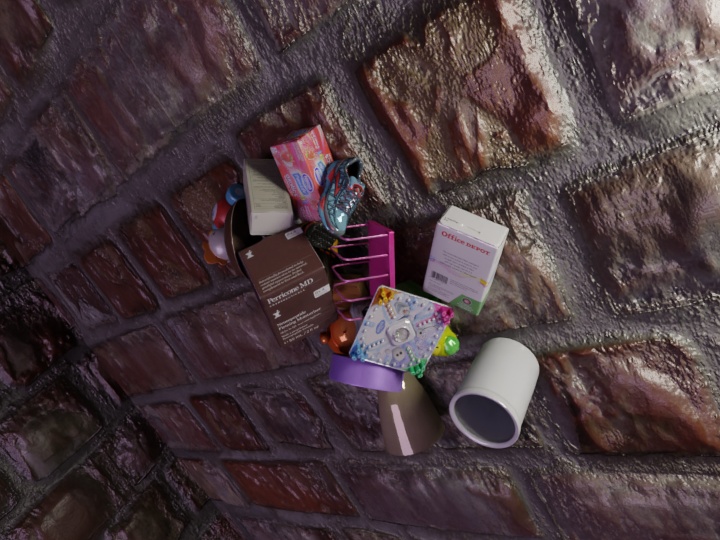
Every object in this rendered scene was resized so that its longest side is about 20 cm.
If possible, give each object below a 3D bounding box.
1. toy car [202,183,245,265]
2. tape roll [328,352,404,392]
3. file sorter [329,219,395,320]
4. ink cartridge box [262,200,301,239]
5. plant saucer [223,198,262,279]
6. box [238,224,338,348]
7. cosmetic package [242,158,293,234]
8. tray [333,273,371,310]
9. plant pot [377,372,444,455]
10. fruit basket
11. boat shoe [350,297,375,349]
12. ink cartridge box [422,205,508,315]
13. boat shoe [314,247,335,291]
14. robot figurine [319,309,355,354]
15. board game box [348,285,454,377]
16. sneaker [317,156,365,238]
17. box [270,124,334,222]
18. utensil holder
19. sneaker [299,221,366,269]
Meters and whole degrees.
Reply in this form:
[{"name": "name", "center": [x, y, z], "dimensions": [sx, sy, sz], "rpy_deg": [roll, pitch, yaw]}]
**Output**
[{"name": "toy car", "center": [-0.373, -0.098, 1.548], "dimensions": [0.176, 0.200, 0.185], "rpy_deg": [42, 137, 0]}, {"name": "tape roll", "center": [0.017, 0.266, 1.461], "dimensions": [0.196, 0.199, 0.067], "rpy_deg": [6, 83, 33]}, {"name": "file sorter", "center": [0.000, 0.000, 1.323], "dimensions": [0.139, 0.122, 0.206], "rpy_deg": [-143, 48, -65]}, {"name": "ink cartridge box", "center": [-0.193, -0.099, 1.496], "dimensions": [0.143, 0.084, 0.204], "rpy_deg": [19, 133, 28]}, {"name": "plant saucer", "center": [-0.293, -0.075, 1.389], "dimensions": [0.034, 0.202, 0.204], "rpy_deg": [-7, 122, 12]}, {"name": "box", "center": [-0.169, 0.039, 1.331], "dimensions": [0.165, 0.163, 0.202], "rpy_deg": [55, 165, 39]}, {"name": "cosmetic package", "center": [-0.230, -0.184, 1.366], "dimensions": [0.101, 0.203, 0.074], "rpy_deg": [-1, 139, -17]}, {"name": "tray", "center": [-0.068, 0.058, 1.564], "dimensions": [0.196, 0.037, 0.100], "rpy_deg": [3, 125, 36]}, {"name": "plant pot", "center": [0.124, 0.385, 1.592], "dimensions": [0.184, 0.186, 0.204], "rpy_deg": [-10, 104, 41]}, {"name": "fruit basket", "center": [0.142, 0.153, 1.398], "dimensions": [0.215, 0.153, 0.220], "rpy_deg": [38, 138, 45]}, {"name": "boat shoe", "center": [0.017, 0.116, 1.407], "dimensions": [0.071, 0.201, 0.066], "rpy_deg": [27, 112, -12]}, {"name": "ink cartridge box", "center": [0.231, -0.022, 1.242], "dimensions": [0.142, 0.084, 0.203], "rpy_deg": [24, 134, 19]}, {"name": "boat shoe", "center": [-0.095, 0.021, 1.495], "dimensions": [0.070, 0.068, 0.206], "rpy_deg": [8, 108, 26]}, {"name": "robot figurine", "center": [-0.035, 0.173, 1.544], "dimensions": [0.141, 0.119, 0.200], "rpy_deg": [25, 162, -6]}, {"name": "board game box", "center": [0.096, 0.150, 1.304], "dimensions": [0.195, 0.026, 0.203], "rpy_deg": [17, 115, -15]}, {"name": "sneaker", "center": [-0.037, -0.174, 1.250], "dimensions": [0.094, 0.205, 0.079], "rpy_deg": [-15, 149, 39]}, {"name": "box", "center": [-0.119, -0.228, 1.331], "dimensions": [0.094, 0.100, 0.204], "rpy_deg": [-2, 121, 37]}, {"name": "utensil holder", "center": [0.324, 0.284, 1.329], "dimensions": [0.167, 0.201, 0.173], "rpy_deg": [19, 133, 22]}, {"name": "sneaker", "center": [-0.071, -0.073, 1.420], "dimensions": [0.198, 0.071, 0.090], "rpy_deg": [29, -179, -34]}]
